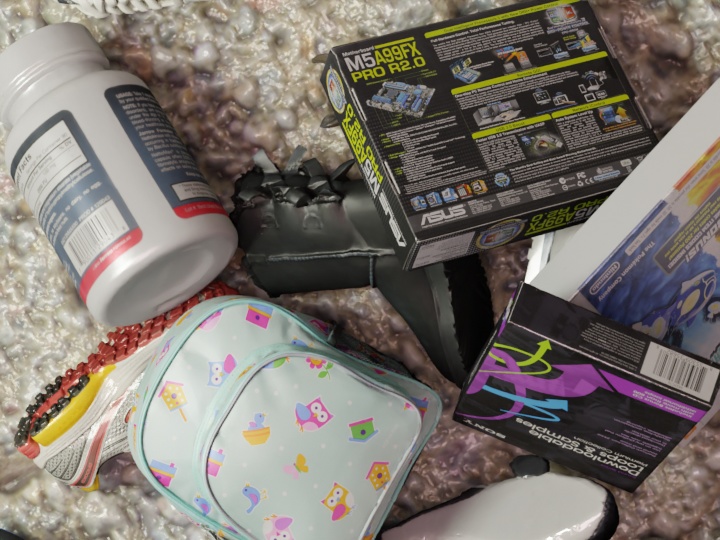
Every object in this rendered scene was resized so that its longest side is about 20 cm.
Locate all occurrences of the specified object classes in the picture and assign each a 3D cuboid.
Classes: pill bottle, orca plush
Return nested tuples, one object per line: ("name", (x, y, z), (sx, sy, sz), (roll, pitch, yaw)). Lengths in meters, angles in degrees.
("pill bottle", (-0.184, -0.073, 1.653), (0.119, 0.120, 0.201), (-35, 72, 10))
("orca plush", (0.102, 0.202, 1.659), (0.199, 0.106, 0.071), (-25, 130, 18))

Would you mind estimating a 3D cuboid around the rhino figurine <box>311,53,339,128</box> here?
("rhino figurine", (0.046, -0.095, 1.657), (0.199, 0.060, 0.088), (34, 136, 4))

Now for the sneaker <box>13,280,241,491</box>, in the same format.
("sneaker", (-0.161, 0.083, 1.715), (0.200, 0.078, 0.082), (-41, 112, 10))

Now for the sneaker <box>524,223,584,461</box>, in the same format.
("sneaker", (0.157, 0.042, 1.643), (0.080, 0.076, 0.201), (15, 104, 44))

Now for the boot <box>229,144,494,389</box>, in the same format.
("boot", (0.000, 0.001, 1.670), (0.161, 0.074, 0.199), (-2, 126, 25))

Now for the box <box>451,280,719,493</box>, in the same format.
("box", (0.147, 0.083, 1.543), (0.142, 0.200, 0.036), (22, 68, 1))

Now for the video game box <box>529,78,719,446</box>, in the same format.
("video game box", (0.234, -0.002, 1.583), (0.200, 0.047, 0.182), (-47, 132, 0))

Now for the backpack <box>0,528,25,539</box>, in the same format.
("backpack", (-0.262, 0.299, 1.702), (0.199, 0.163, 0.168), (30, 120, 1))

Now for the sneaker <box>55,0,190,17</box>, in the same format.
("sneaker", (-0.165, -0.215, 1.656), (0.199, 0.076, 0.081), (13, 72, 16))

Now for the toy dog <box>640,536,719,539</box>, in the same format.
("toy dog", (0.295, 0.238, 1.651), (0.199, 0.096, 0.133), (-12, 95, 9))

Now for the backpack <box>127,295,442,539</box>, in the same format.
("backpack", (-0.061, 0.113, 1.625), (0.199, 0.153, 0.177), (29, 91, -4))

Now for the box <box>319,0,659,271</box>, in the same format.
("box", (0.093, -0.099, 1.589), (0.199, 0.044, 0.161), (-16, 66, -19))
